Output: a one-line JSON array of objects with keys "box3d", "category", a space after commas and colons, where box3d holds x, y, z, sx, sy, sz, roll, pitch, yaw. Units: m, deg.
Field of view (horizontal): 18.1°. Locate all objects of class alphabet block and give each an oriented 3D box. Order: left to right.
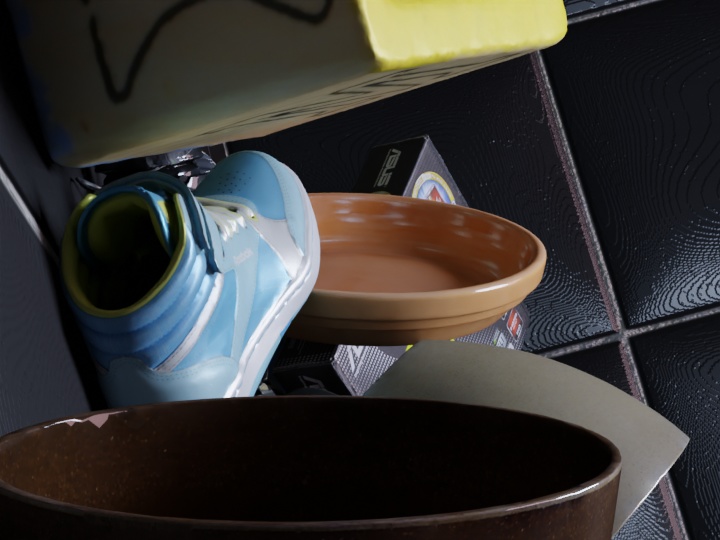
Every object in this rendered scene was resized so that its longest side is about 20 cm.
[{"box3d": [-0.045, -0.172, 1.109, 0.196, 0.200, 0.196, -19, 94, -56], "category": "alphabet block"}]

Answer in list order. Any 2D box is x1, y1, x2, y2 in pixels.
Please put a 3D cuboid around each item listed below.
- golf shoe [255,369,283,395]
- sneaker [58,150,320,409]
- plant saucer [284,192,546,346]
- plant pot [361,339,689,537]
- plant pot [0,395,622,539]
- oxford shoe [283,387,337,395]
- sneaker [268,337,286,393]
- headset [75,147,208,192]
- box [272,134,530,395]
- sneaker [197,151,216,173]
[{"box3d": [-0.098, 0.050, 1.213, 0.095, 0.078, 0.200, 54, -5, 12], "category": "golf shoe"}, {"box3d": [-0.079, -0.018, 1.071, 0.200, 0.079, 0.131, -74, 155, -44], "category": "sneaker"}, {"box3d": [0.000, 0.000, 1.221, 0.200, 0.200, 0.038, -106, -162, -72], "category": "plant saucer"}, {"box3d": [0.048, 0.114, 1.134, 0.134, 0.200, 0.200, 42, -5, 7], "category": "plant pot"}, {"box3d": [-0.018, 0.151, 0.665, 0.187, 0.186, 0.201, -108, -162, -82], "category": "plant pot"}, {"box3d": [0.017, 0.136, 1.256, 0.200, 0.073, 0.084, 47, 0, -18], "category": "oxford shoe"}, {"box3d": [-0.035, 0.016, 1.384, 0.200, 0.079, 0.131, -35, 127, -45], "category": "sneaker"}, {"box3d": [-0.112, -0.082, 1.251, 0.200, 0.094, 0.124, -78, 158, -53], "category": "headset"}, {"box3d": [0.031, 0.043, 1.364, 0.160, 0.044, 0.200, 59, 37, -32], "category": "box"}, {"box3d": [-0.112, 0.011, 1.443, 0.080, 0.077, 0.200, 39, -37, 56], "category": "sneaker"}]
